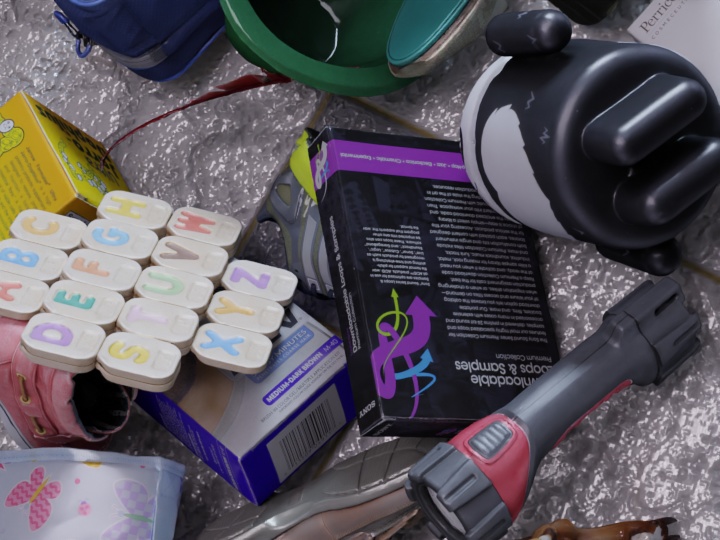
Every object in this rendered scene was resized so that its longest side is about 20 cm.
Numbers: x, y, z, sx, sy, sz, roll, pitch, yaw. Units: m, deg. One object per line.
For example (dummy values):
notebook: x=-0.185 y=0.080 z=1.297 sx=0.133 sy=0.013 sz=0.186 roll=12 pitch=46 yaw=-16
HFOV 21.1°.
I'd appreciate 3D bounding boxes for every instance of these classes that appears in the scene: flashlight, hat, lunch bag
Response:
flashlight: x=0.120 y=0.088 z=1.157 sx=0.200 sy=0.068 sz=0.068 roll=-37 pitch=100 yaw=-20
hat: x=-0.062 y=-0.162 z=1.384 sx=0.176 sy=0.199 sz=0.167 roll=133 pitch=143 yaw=-56
lunch bag: x=-0.144 y=-0.236 z=1.402 sx=0.200 sy=0.132 sz=0.136 roll=-46 pitch=55 yaw=1
lunch bag: x=-0.204 y=0.212 z=1.286 sx=0.199 sy=0.127 sz=0.171 roll=-9 pitch=67 yaw=35

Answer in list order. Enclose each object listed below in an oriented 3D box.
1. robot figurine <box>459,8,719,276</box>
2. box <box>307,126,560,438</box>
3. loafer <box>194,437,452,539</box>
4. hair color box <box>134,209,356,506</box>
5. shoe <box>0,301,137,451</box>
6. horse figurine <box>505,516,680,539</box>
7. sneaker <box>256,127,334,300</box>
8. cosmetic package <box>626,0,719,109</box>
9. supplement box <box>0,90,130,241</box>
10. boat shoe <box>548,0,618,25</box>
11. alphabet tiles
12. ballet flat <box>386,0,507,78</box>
robot figurine: x=0.139 y=-0.077 z=1.175 sx=0.200 sy=0.124 sz=0.151 roll=-161 pitch=77 yaw=-65
box: x=0.049 y=0.009 z=1.218 sx=0.036 sy=0.142 sz=0.201 roll=-44 pitch=50 yaw=49
loafer: x=-0.013 y=0.164 z=1.246 sx=0.199 sy=0.072 sz=0.063 roll=-24 pitch=105 yaw=19
hair color box: x=-0.101 y=0.054 z=1.301 sx=0.109 sy=0.065 sz=0.200 roll=-41 pitch=55 yaw=-20
shoe: x=-0.187 y=0.091 z=1.278 sx=0.091 sy=0.200 sz=0.072 roll=23 pitch=71 yaw=24
horse figurine: x=0.080 y=0.192 z=1.159 sx=0.200 sy=0.132 sz=0.050 roll=-34 pitch=77 yaw=28
sneaker: x=0.000 y=0.000 z=1.293 sx=0.081 sy=0.074 sz=0.200 roll=-49 pitch=56 yaw=25
cosmetic package: x=0.273 y=-0.115 z=1.173 sx=0.108 sy=0.085 sz=0.200 roll=-49 pitch=59 yaw=6
supplement box: x=-0.269 y=-0.014 z=1.404 sx=0.200 sy=0.109 sz=0.110 roll=-39 pitch=60 yaw=10
boat shoe: x=0.171 y=-0.218 z=1.217 sx=0.076 sy=0.200 sz=0.074 roll=44 pitch=74 yaw=-9
alphabet tiles: x=-0.144 y=0.009 z=1.247 sx=0.195 sy=0.200 sz=0.015 roll=14 pitch=123 yaw=4
ballet flat: x=0.087 y=-0.208 z=1.311 sx=0.067 sy=0.062 sz=0.201 roll=20 pitch=79 yaw=50
